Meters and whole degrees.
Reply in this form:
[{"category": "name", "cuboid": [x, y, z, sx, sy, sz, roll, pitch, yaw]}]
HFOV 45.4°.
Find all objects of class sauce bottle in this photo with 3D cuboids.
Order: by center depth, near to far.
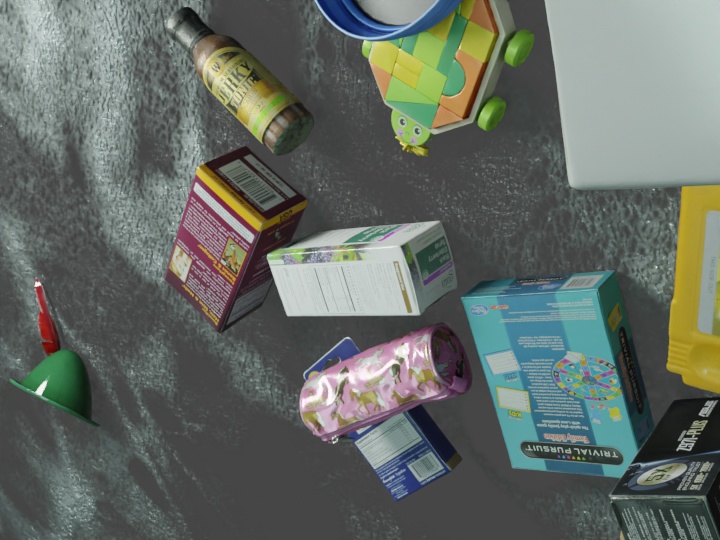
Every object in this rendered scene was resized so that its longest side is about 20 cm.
[{"category": "sauce bottle", "cuboid": [-0.139, -0.214, 0.959, 0.200, 0.065, 0.065, 44, 134, 12]}]

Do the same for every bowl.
[{"category": "bowl", "cuboid": [0.030, -0.300, 0.745, 0.200, 0.039, 0.202, 5, 97, 43]}]

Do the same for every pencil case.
[{"category": "pencil case", "cuboid": [0.027, 0.128, 0.963, 0.199, 0.083, 0.087, -28, 89, 29]}]

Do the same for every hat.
[{"category": "hat", "cuboid": [-0.498, 0.153, 1.505, 0.165, 0.177, 0.200, 17, 161, 31]}]

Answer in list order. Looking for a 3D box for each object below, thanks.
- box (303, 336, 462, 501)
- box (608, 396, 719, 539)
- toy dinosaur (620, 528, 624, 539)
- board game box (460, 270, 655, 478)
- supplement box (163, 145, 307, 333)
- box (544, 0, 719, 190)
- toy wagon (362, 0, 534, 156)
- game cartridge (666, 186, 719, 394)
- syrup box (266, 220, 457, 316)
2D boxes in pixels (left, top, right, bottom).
[{"category": "box", "cuboid": [0.023, 0.179, 1.059, 0.200, 0.032, 0.121, 52, 135, 5]}, {"category": "box", "cuboid": [0.315, 0.235, 0.747, 0.086, 0.164, 0.201, -14, 104, 43]}, {"category": "toy dinosaur", "cuboid": [0.272, 0.294, 0.860, 0.058, 0.101, 0.201, 11, 120, 36]}, {"category": "board game box", "cuboid": [0.199, 0.105, 0.857, 0.150, 0.047, 0.201, -5, 110, 42]}, {"category": "supplement box", "cuboid": [-0.157, -0.035, 1.058, 0.110, 0.086, 0.200, 42, 133, 15]}, {"category": "box", "cuboid": [0.248, -0.172, 0.573, 0.198, 0.171, 0.201, 3, 115, 39]}, {"category": "toy wagon", "cuboid": [0.069, -0.190, 0.811, 0.155, 0.040, 0.201, 36, 132, 21]}, {"category": "game cartridge", "cuboid": [0.344, 0.024, 0.699, 0.176, 0.032, 0.201, 14, 120, 35]}, {"category": "syrup box", "cuboid": [0.000, 0.000, 0.947, 0.199, 0.079, 0.082, -4, 110, 42]}]
